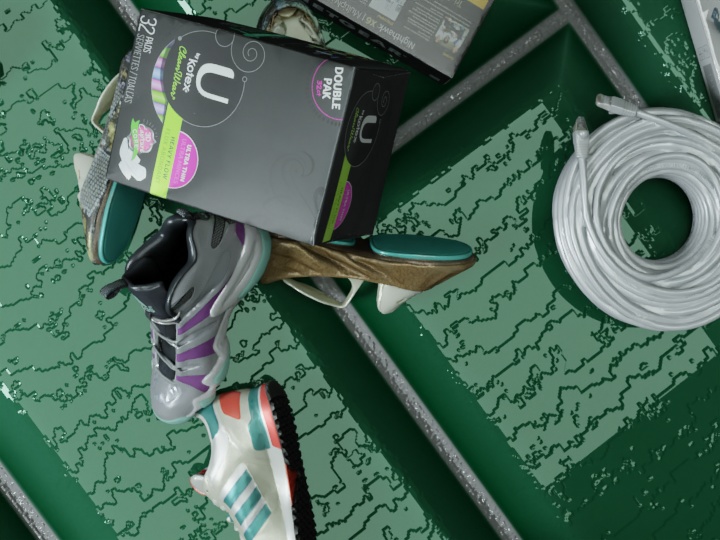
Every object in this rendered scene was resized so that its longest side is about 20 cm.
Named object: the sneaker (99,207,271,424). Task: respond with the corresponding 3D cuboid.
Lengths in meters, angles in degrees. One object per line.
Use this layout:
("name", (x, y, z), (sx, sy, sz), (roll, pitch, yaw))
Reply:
("sneaker", (-0.166, 0.036, 1.191), (0.078, 0.140, 0.201), (27, 102, 35))

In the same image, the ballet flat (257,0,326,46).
("ballet flat", (-0.047, -0.145, 1.255), (0.074, 0.074, 0.201), (-19, 92, -6))

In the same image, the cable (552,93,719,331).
("cable", (0.270, -0.047, 1.291), (0.199, 0.069, 0.201), (10, 89, -7))

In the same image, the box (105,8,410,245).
("box", (-0.083, -0.120, 1.173), (0.199, 0.124, 0.149), (18, 103, 20))

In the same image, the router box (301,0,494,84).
("router box", (0.031, -0.285, 1.272), (0.200, 0.052, 0.158), (30, 87, -6))

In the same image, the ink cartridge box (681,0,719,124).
("ink cartridge box", (0.389, -0.254, 1.318), (0.175, 0.045, 0.201), (-17, 92, -5))

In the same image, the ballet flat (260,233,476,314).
("ballet flat", (0.000, 0.000, 1.267), (0.199, 0.068, 0.073), (6, 109, -6))

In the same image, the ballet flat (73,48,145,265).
("ballet flat", (-0.211, -0.105, 1.245), (0.072, 0.072, 0.201), (20, 87, -6))

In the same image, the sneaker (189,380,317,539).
("sneaker", (-0.097, 0.201, 1.256), (0.093, 0.070, 0.201), (-9, 93, 11))
